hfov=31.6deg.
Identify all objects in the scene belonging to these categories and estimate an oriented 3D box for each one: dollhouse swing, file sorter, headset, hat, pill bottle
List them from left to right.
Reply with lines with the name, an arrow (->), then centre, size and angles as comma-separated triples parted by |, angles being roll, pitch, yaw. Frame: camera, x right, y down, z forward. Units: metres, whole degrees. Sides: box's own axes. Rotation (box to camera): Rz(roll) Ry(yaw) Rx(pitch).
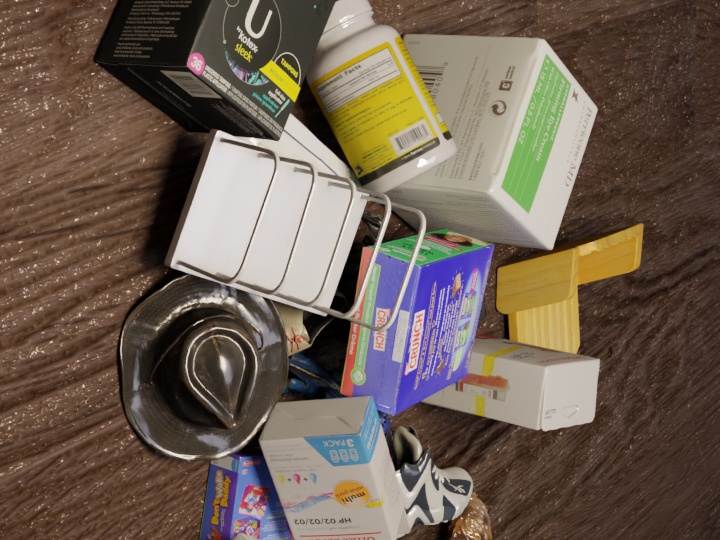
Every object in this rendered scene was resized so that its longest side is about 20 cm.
hat -> -0.142, 0.103, 1.267 | 0.200, 0.081, 0.201 | -6, 104, -27
file sorter -> -0.058, -0.033, 1.234 | 0.200, 0.124, 0.139 | 19, 89, -38
headset -> 0.000, 0.000, 1.456 | 0.124, 0.094, 0.200 | -53, 165, -35
pill bottle -> 0.012, -0.190, 1.369 | 0.112, 0.112, 0.200 | -31, 95, -44
dollhouse swing -> 0.310, 0.050, 1.809 | 0.200, 0.181, 0.176 | -16, 91, -49

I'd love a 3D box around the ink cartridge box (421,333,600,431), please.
ink cartridge box -> 0.186, 0.139, 1.635 | 0.145, 0.200, 0.084 | -2, 100, -52

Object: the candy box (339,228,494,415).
candy box -> 0.065, 0.051, 1.419 | 0.200, 0.077, 0.170 | -16, 120, -62

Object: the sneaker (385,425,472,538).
sneaker -> 0.079, 0.252, 1.624 | 0.199, 0.079, 0.130 | -9, 114, -40

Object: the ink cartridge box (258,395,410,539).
ink cartridge box -> -0.023, 0.236, 1.379 | 0.068, 0.115, 0.200 | -71, 150, -54

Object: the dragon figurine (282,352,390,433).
dragon figurine -> -0.033, 0.130, 1.440 | 0.200, 0.099, 0.059 | 37, 69, -49

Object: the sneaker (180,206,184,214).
sneaker -> -0.086, -0.060, 1.318 | 0.200, 0.073, 0.082 | 13, 110, -45

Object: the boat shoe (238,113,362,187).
boat shoe -> -0.070, -0.115, 1.370 | 0.065, 0.074, 0.200 | -55, 135, -4

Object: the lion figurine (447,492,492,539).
lion figurine -> 0.112, 0.399, 1.712 | 0.200, 0.072, 0.123 | -40, 120, -34

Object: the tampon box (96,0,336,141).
tampon box -> -0.127, -0.247, 1.210 | 0.150, 0.126, 0.200 | 35, 71, -50

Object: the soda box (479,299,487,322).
soda box -> 0.076, 0.069, 1.592 | 0.200, 0.063, 0.071 | -36, 125, -42

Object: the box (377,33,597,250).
box -> 0.138, -0.152, 1.507 | 0.171, 0.200, 0.199 | 36, 69, -51

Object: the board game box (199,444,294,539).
board game box -> -0.092, 0.265, 1.442 | 0.200, 0.045, 0.135 | 6, 94, -52

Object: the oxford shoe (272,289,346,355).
oxford shoe -> -0.097, 0.067, 1.362 | 0.200, 0.075, 0.071 | -42, 131, -33

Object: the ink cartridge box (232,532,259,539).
ink cartridge box -> -0.101, 0.382, 1.379 | 0.145, 0.084, 0.200 | -52, 145, -2
